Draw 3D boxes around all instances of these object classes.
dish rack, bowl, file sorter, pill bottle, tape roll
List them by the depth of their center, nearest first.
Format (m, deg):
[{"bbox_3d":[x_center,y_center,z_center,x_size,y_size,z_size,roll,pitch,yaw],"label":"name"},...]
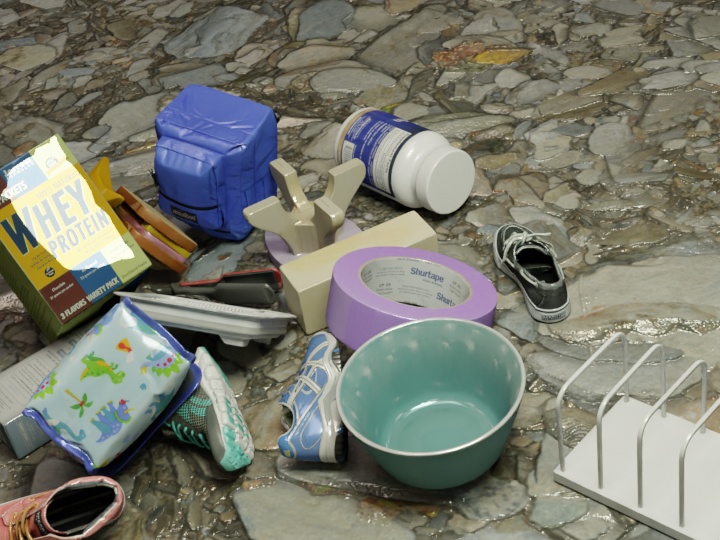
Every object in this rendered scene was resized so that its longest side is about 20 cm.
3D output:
[{"bbox_3d":[0.310,0.163,1.169,0.200,0.125,0.139,21,46,39],"label":"file sorter"},{"bbox_3d":[0.082,0.155,1.257,0.200,0.105,0.201,-8,39,7],"label":"bowl"},{"bbox_3d":[0.061,0.041,1.408,0.200,0.066,0.200,9,25,-4],"label":"tape roll"},{"bbox_3d":[-0.193,0.061,1.458,0.200,0.044,0.172,9,1,13],"label":"dish rack"},{"bbox_3d":[0.063,-0.157,1.701,0.116,0.116,0.200,-33,41,-27],"label":"pill bottle"}]

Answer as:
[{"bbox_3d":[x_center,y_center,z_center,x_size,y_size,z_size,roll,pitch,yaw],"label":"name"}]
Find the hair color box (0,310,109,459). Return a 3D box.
[{"bbox_3d":[-0.366,0.138,1.456,0.200,0.061,0.099,-32,40,-26],"label":"hair color box"}]

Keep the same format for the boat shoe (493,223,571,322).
[{"bbox_3d":[0.215,-0.016,1.498,0.073,0.068,0.199,-11,34,0],"label":"boat shoe"}]

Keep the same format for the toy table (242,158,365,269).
[{"bbox_3d":[-0.070,-0.070,1.617,0.184,0.117,0.200,-34,42,-29],"label":"toy table"}]

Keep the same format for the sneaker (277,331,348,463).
[{"bbox_3d":[-0.056,0.140,1.349,0.077,0.076,0.200,-5,34,1],"label":"sneaker"}]

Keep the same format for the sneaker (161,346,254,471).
[{"bbox_3d":[-0.185,0.176,1.358,0.091,0.078,0.200,-32,33,-1],"label":"sneaker"}]

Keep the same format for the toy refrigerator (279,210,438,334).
[{"bbox_3d":[0.000,0.000,1.528,0.200,0.076,0.070,-23,41,-15],"label":"toy refrigerator"}]

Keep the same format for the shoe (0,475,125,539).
[{"bbox_3d":[-0.344,0.266,1.227,0.200,0.091,0.072,-19,80,-16],"label":"shoe"}]

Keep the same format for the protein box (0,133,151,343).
[{"bbox_3d":[-0.390,-0.033,1.504,0.135,0.200,0.199,-36,1,-21],"label":"protein box"}]

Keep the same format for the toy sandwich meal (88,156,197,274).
[{"bbox_3d":[-0.314,-0.078,1.640,0.070,0.205,0.205,-44,38,4],"label":"toy sandwich meal"}]

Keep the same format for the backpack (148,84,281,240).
[{"bbox_3d":[-0.215,-0.138,1.680,0.162,0.200,0.168,24,53,20],"label":"backpack"}]

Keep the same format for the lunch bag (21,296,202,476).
[{"bbox_3d":[-0.274,0.136,1.318,0.170,0.127,0.200,-48,2,-13],"label":"lunch bag"}]

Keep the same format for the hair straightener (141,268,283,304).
[{"bbox_3d":[-0.206,0.033,1.574,0.200,0.041,0.077,0,36,15],"label":"hair straightener"}]
